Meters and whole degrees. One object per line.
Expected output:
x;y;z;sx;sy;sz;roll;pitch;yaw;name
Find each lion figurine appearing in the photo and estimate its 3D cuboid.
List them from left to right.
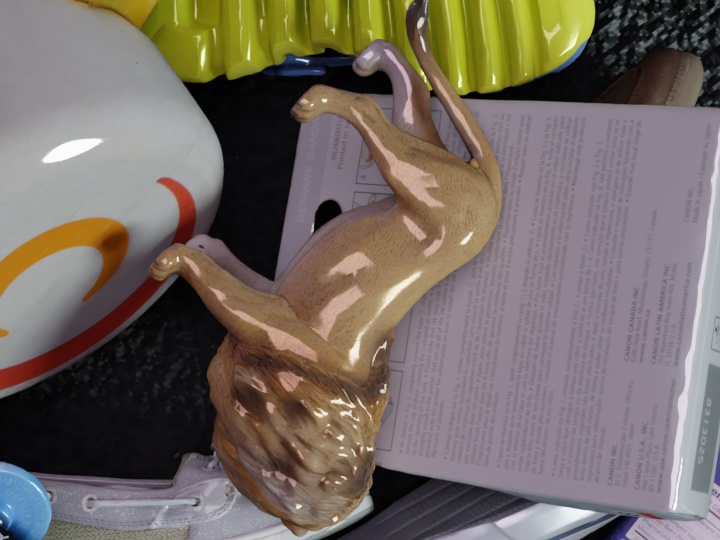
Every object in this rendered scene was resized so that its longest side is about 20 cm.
0.000;0.000;0.761;0.122;0.072;0.200;41;96;3;lion figurine

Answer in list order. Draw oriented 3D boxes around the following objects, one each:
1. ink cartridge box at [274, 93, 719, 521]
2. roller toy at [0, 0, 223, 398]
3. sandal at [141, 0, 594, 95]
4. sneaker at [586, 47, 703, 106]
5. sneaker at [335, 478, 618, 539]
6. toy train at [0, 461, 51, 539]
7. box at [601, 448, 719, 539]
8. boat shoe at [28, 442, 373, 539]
0.058;0.011;0.796;0.199;0.050;0.163;5;83;33;ink cartridge box
-0.162;-0.047;0.776;0.182;0.200;0.140;-24;65;-29;roller toy
0.005;-0.118;0.831;0.199;0.087;0.080;6;98;15;sandal
0.072;-0.026;0.834;0.075;0.070;0.200;35;86;0;sneaker
0.036;0.137;0.827;0.199;0.073;0.071;-26;108;-2;sneaker
-0.139;0.164;0.758;0.114;0.087;0.200;-34;119;15;toy train
0.188;0.110;0.833;0.121;0.032;0.200;39;87;6;box
-0.096;0.102;0.828;0.201;0.074;0.065;-8;86;8;boat shoe
